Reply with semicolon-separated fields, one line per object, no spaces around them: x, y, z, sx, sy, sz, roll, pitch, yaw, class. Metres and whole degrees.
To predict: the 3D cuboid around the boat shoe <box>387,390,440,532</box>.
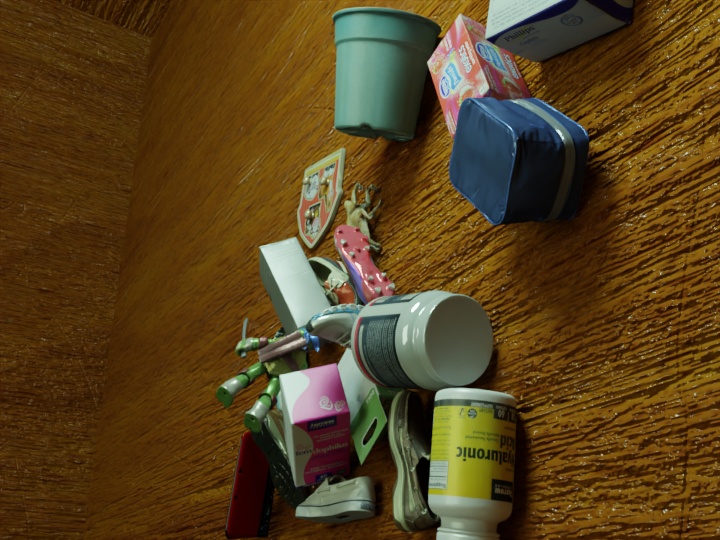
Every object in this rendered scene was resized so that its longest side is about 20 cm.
0.090;0.275;1.201;0.074;0.074;0.206;-20;65;40;boat shoe

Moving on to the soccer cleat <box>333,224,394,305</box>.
0.000;0.000;1.460;0.201;0.066;0.077;57;143;37;soccer cleat

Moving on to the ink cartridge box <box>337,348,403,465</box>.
0.019;0.212;1.354;0.105;0.058;0.201;-61;31;29;ink cartridge box

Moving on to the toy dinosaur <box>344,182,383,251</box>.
-0.007;-0.115;1.555;0.102;0.057;0.201;-64;30;23;toy dinosaur

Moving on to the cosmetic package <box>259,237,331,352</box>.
-0.124;0.049;1.580;0.108;0.089;0.202;99;151;-53;cosmetic package

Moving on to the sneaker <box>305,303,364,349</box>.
0.005;0.107;1.297;0.075;0.197;0.088;-38;55;47;sneaker

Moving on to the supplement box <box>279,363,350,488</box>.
-0.075;0.263;1.372;0.202;0.099;0.104;90;165;-45;supplement box

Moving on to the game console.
-0.236;0.428;1.657;0.171;0.117;0.204;-9;69;59;game console

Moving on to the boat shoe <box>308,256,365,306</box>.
-0.045;0.030;1.553;0.072;0.062;0.200;-64;32;16;boat shoe

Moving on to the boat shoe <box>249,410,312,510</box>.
-0.136;0.349;1.548;0.076;0.073;0.202;-45;65;38;boat shoe

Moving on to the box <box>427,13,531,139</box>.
0.180;-0.283;1.247;0.100;0.094;0.202;-51;34;37;box

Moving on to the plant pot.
0.035;-0.342;1.462;0.199;0.197;0.200;12;95;61;plant pot

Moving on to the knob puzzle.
-0.097;-0.147;1.761;0.219;0.030;0.224;-34;50;51;knob puzzle

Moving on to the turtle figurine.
-0.166;0.191;1.446;0.198;0.146;0.194;-5;30;43;turtle figurine

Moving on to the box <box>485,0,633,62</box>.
0.279;-0.419;1.128;0.183;0.103;0.204;-8;70;59;box

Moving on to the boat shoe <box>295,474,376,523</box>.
-0.042;0.384;1.381;0.199;0.070;0.071;-31;46;50;boat shoe

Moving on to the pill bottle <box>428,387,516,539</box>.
0.144;0.261;1.056;0.111;0.110;0.204;-19;62;57;pill bottle

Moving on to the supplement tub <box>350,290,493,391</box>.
0.087;0.103;1.199;0.199;0.138;0.143;-9;69;60;supplement tub

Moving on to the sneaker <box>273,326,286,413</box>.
-0.155;0.212;1.656;0.086;0.076;0.203;-47;39;46;sneaker

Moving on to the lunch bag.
0.213;-0.152;1.102;0.201;0.130;0.138;-121;34;-55;lunch bag
